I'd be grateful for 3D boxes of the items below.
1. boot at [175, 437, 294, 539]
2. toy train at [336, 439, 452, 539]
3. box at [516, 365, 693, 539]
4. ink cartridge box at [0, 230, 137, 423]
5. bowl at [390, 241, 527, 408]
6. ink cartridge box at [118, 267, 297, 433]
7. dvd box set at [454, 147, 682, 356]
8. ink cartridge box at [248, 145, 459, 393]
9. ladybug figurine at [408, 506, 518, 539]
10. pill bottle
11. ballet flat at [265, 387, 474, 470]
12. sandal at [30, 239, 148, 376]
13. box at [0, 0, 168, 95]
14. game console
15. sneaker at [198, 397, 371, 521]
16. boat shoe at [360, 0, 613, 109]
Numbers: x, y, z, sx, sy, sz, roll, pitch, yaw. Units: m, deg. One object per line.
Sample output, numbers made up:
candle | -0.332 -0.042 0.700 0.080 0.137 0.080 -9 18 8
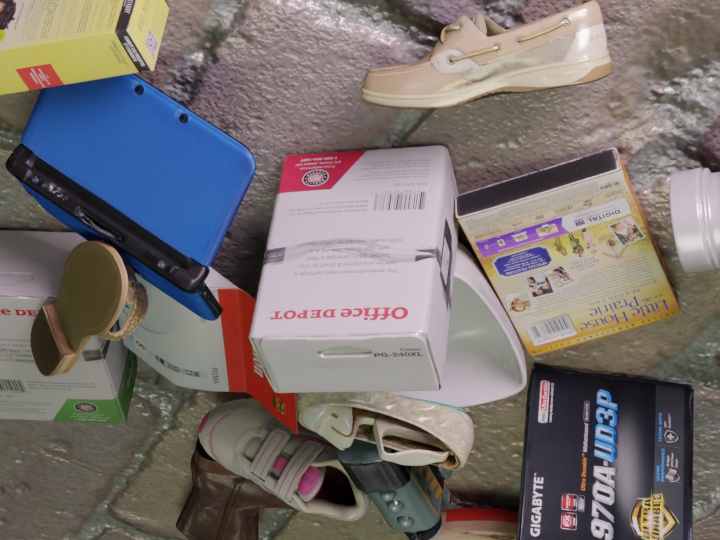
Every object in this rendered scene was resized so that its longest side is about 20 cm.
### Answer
boot | -0.106 0.264 1.916 0.186 0.064 0.200 21 139 5
toy train | 0.036 0.188 1.754 0.085 0.114 0.200 -7 139 20
box | 0.230 0.192 1.655 0.158 0.201 0.046 7 145 3
ink cartridge box | -0.302 0.054 1.672 0.145 0.085 0.201 2 140 7
bowl | 0.041 0.043 1.605 0.199 0.075 0.200 -9 139 22
ink cartridge box | -0.144 0.060 1.600 0.200 0.047 0.160 36 149 26
dvd box set | 0.183 -0.012 1.529 0.146 0.030 0.200 -17 136 16
ink cartridge box | 0.000 0.000 1.455 0.144 0.201 0.084 -2 141 13
ladybug figurine | 0.145 0.306 1.913 0.199 0.072 0.136 8 136 2
pill bottle | 0.351 -0.051 1.399 0.199 0.111 0.111 -8 139 20
ballet flat | 0.009 0.139 1.622 0.199 0.063 0.068 11 142 -3
sandal | -0.219 0.027 1.528 0.069 0.078 0.212 -12 161 -34
box | -0.253 -0.181 1.378 0.199 0.076 0.050 -7 140 17
game console | -0.180 -0.072 1.471 0.200 0.119 0.171 34 170 14
sneaker | -0.067 0.191 1.770 0.199 0.088 0.082 22 96 -10
boat shoe | 0.091 -0.165 1.349 0.199 0.072 0.065 -6 104 24
